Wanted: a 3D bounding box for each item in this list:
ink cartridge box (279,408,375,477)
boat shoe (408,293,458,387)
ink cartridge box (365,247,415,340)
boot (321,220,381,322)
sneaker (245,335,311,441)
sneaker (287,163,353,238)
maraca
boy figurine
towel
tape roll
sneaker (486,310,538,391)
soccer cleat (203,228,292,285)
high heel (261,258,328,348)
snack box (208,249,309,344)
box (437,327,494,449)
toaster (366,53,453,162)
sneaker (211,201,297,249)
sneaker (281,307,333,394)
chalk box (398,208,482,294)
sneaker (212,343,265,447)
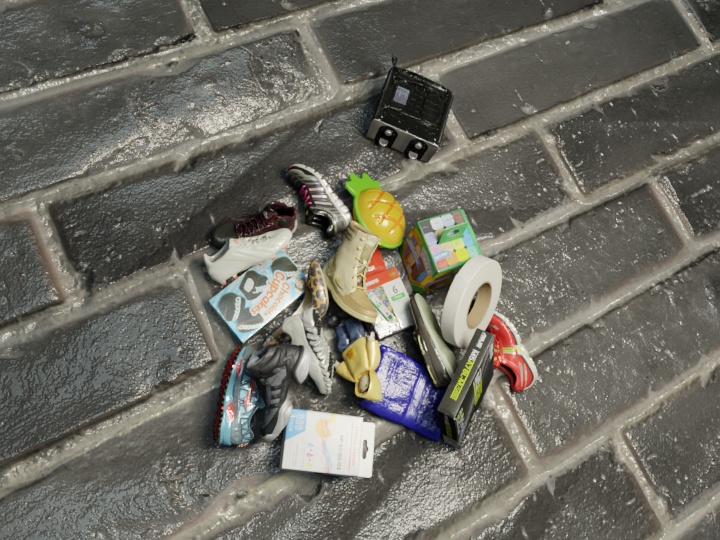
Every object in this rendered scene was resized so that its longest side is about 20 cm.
[{"bbox_3d":[-0.060,0.353,1.264,0.195,0.068,0.118,9,70,-11],"label":"ink cartridge box"},{"bbox_3d":[0.146,0.150,1.340,0.060,0.071,0.204,-31,73,24],"label":"boat shoe"},{"bbox_3d":[0.042,0.047,1.402,0.107,0.050,0.203,-20,78,-20],"label":"ink cartridge box"},{"bbox_3d":[0.000,0.000,1.319,0.072,0.157,0.200,18,21,-41],"label":"boot"},{"bbox_3d":[-0.178,0.225,1.211,0.112,0.075,0.204,23,95,-16],"label":"sneaker"},{"bbox_3d":[-0.106,-0.155,1.422,0.200,0.074,0.087,48,61,0],"label":"sneaker"},{"bbox_3d":[0.034,-0.140,1.434,0.136,0.107,0.203,-8,66,-48],"label":"maraca"},{"bbox_3d":[-0.011,0.186,1.314,0.064,0.123,0.203,19,45,-53],"label":"boy figurine"},{"bbox_3d":[0.108,0.261,1.347,0.197,0.050,0.150,24,67,-5],"label":"towel"},{"bbox_3d":[0.241,0.068,1.336,0.037,0.205,0.204,23,62,32],"label":"tape roll"},{"bbox_3d":[0.326,0.182,1.417,0.084,0.077,0.202,-29,80,-16],"label":"sneaker"},{"bbox_3d":[-0.239,-0.044,1.322,0.197,0.069,0.079,-29,115,-1],"label":"soccer cleat"},{"bbox_3d":[-0.141,0.080,1.314,0.139,0.071,0.205,-3,94,-19],"label":"high heel"},{"bbox_3d":[-0.214,0.053,1.345,0.199,0.037,0.117,-40,85,-23],"label":"snack box"},{"bbox_3d":[0.225,0.251,1.303,0.047,0.201,0.195,23,65,24],"label":"box"},{"bbox_3d":[0.121,-0.389,1.535,0.177,0.119,0.204,21,68,-7],"label":"toaster"},{"bbox_3d":[-0.228,-0.109,1.354,0.196,0.116,0.077,-17,76,-19],"label":"sneaker"},{"bbox_3d":[-0.104,0.170,1.282,0.079,0.076,0.204,-12,116,7],"label":"sneaker"},{"bbox_3d":[0.183,-0.047,1.389,0.122,0.200,0.126,-17,75,-18],"label":"chalk box"},{"bbox_3d":[-0.237,0.252,1.262,0.094,0.079,0.205,16,74,-23],"label":"sneaker"}]
